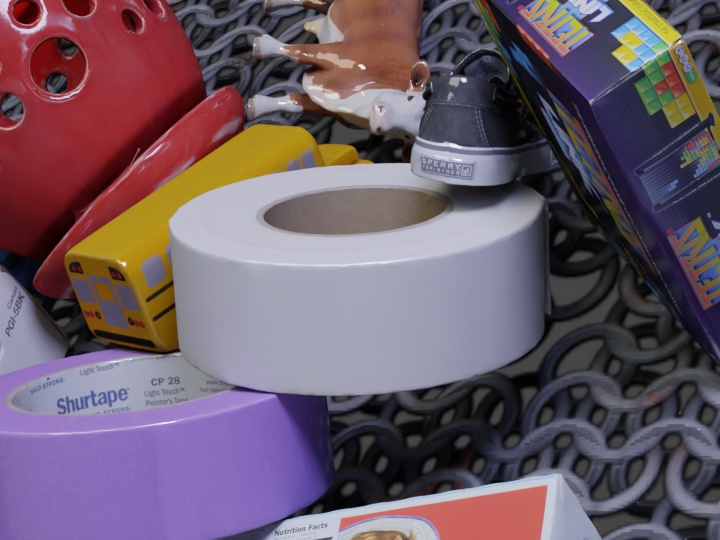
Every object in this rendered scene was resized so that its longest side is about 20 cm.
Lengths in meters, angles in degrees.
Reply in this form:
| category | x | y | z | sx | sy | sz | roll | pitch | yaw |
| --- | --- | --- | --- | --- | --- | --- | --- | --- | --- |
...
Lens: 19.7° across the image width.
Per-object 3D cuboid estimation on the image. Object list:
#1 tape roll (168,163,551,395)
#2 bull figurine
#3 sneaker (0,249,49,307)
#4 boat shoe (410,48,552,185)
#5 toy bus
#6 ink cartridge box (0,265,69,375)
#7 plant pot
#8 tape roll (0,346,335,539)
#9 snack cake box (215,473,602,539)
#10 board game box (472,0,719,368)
| category | x | y | z | sx | sy | sz | roll | pitch | yaw |
| --- | --- | --- | --- | --- | --- | --- | --- | --- | --- |
| tape roll | 0.000 | 0.000 | 1.104 | 0.201 | 0.071 | 0.203 | -3 | 16 | 1 |
| bull figurine | -0.007 | -0.137 | 1.319 | 0.120 | 0.065 | 0.201 | 6 | 38 | -1 |
| sneaker | -0.222 | -0.042 | 1.393 | 0.066 | 0.079 | 0.201 | 5 | 53 | 43 |
| boat shoe | 0.067 | -0.089 | 1.148 | 0.069 | 0.067 | 0.200 | 9 | 10 | 15 |
| toy bus | -0.075 | -0.024 | 1.220 | 0.065 | 0.079 | 0.200 | 7 | 35 | 45 |
| ink cartridge box | -0.298 | 0.093 | 1.308 | 0.199 | 0.083 | 0.147 | -12 | 45 | 29 |
| plant pot | -0.186 | -0.096 | 1.292 | 0.200 | 0.183 | 0.200 | -45 | -1 | -1 |
| tape roll | -0.115 | 0.090 | 1.098 | 0.199 | 0.066 | 0.200 | -7 | 9 | 1 |
| snack cake box | 0.013 | 0.176 | 1.000 | 0.199 | 0.067 | 0.115 | -12 | 43 | 28 |
| board game box | 0.135 | -0.065 | 1.042 | 0.057 | 0.200 | 0.166 | -33 | 38 | 0 |
